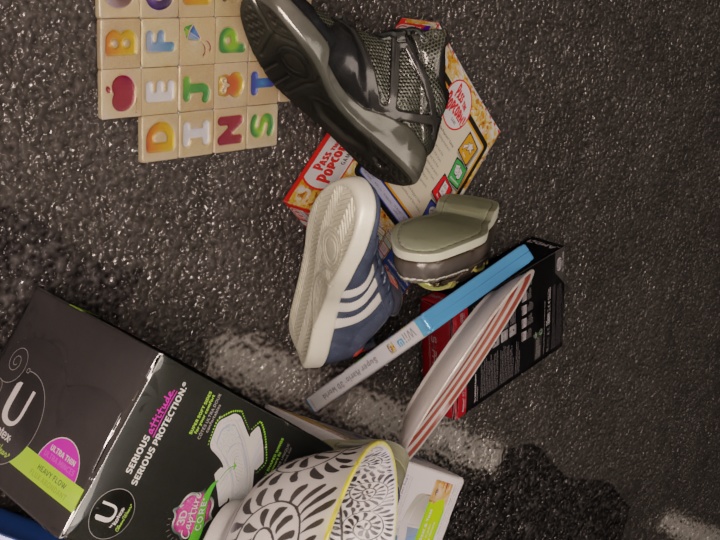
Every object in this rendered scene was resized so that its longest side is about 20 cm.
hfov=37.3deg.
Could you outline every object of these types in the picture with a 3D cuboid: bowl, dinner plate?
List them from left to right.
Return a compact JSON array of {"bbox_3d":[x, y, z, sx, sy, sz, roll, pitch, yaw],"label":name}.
[{"bbox_3d":[-0.048,0.199,0.671,0.200,0.093,0.204,9,90,-74],"label":"bowl"},{"bbox_3d":[0.083,0.078,0.900,0.201,0.024,0.200,-52,169,-14],"label":"dinner plate"}]

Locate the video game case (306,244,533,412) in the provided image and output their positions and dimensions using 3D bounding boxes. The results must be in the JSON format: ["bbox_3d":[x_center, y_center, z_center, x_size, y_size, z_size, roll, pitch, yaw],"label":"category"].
[{"bbox_3d":[0.048,0.053,0.926,0.142,0.200,0.018,-31,84,-39],"label":"video game case"}]

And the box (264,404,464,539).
[{"bbox_3d":[-0.012,0.206,0.960,0.199,0.101,0.114,29,81,-50],"label":"box"}]

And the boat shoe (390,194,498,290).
[{"bbox_3d":[0.073,-0.016,0.890,0.201,0.071,0.061,-35,134,-65],"label":"boat shoe"}]

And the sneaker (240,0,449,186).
[{"bbox_3d":[-0.003,-0.168,0.826,0.199,0.076,0.115,40,67,-28],"label":"sneaker"}]

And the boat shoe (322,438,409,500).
[{"bbox_3d":[-0.049,0.169,0.838,0.062,0.198,0.073,-47,125,-50],"label":"boat shoe"}]

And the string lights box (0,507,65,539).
[{"bbox_3d":[-0.212,0.218,0.673,0.198,0.059,0.104,23,86,-6],"label":"string lights box"}]

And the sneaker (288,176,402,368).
[{"bbox_3d":[0.000,0.000,0.866,0.083,0.076,0.201,-6,143,-22],"label":"sneaker"}]

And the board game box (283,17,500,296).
[{"bbox_3d":[0.035,-0.094,0.945,0.201,0.046,0.152,-58,138,-16],"label":"board game box"}]

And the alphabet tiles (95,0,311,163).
[{"bbox_3d":[-0.108,-0.169,0.782,0.199,0.006,0.169,-15,115,-46],"label":"alphabet tiles"}]

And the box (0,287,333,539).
[{"bbox_3d":[-0.146,0.122,0.737,0.200,0.147,0.125,40,75,-49],"label":"box"}]

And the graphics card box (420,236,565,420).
[{"bbox_3d":[0.142,0.056,1.123,0.199,0.050,0.127,-27,122,-40],"label":"graphics card box"}]
